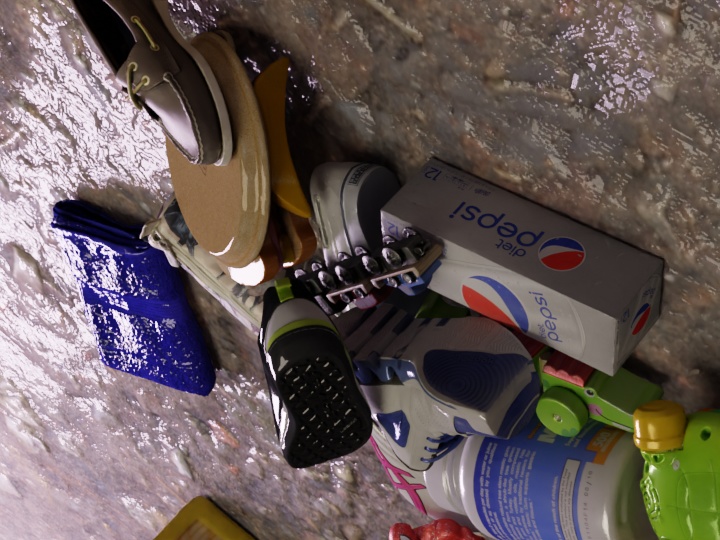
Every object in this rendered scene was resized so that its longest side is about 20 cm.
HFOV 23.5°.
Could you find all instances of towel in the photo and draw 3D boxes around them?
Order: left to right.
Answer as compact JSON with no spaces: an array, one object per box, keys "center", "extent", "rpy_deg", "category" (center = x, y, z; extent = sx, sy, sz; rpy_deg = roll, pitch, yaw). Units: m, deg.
[{"center":[-0.223,0.032,1.673],"extent":[0.148,0.050,0.200],"rpy_deg":[19,140,36],"category":"towel"}]

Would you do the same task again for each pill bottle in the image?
[{"center":[0.148,0.162,1.347],"extent":[0.200,0.112,0.112],"rpy_deg":[6,132,45],"category":"pill bottle"}]

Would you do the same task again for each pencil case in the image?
[{"center":[-0.091,0.008,1.460],"extent":[0.200,0.089,0.078],"rpy_deg":[42,149,2],"category":"pencil case"}]

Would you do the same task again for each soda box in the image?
[{"center":[0.113,-0.004,1.236],"extent":[0.200,0.068,0.064],"rpy_deg":[26,144,26],"category":"soda box"}]

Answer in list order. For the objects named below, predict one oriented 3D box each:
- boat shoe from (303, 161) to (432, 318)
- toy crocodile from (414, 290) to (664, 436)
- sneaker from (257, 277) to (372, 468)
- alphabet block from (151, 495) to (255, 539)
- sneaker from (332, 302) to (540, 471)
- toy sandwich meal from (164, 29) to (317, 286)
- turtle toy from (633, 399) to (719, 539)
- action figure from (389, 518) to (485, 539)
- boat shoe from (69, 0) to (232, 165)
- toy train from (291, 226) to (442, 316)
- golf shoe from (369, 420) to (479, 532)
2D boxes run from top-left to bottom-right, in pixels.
[{"center":[-0.003,0.002,1.368],"extent":[0.086,0.075,0.202],"rpy_deg":[14,135,39],"category":"boat shoe"},{"center":[0.131,0.067,1.297],"extent":[0.200,0.068,0.062],"rpy_deg":[24,143,30],"category":"toy crocodile"},{"center":[-0.036,0.072,1.269],"extent":[0.200,0.072,0.083],"rpy_deg":[87,165,-56],"category":"sneaker"},{"center":[-0.187,0.408,1.931],"extent":[0.195,0.196,0.200],"rpy_deg":[38,148,7],"category":"alphabet block"},{"center":[0.064,0.095,1.283],"extent":[0.199,0.081,0.115],"rpy_deg":[15,142,49],"category":"sneaker"},{"center":[-0.091,-0.089,1.352],"extent":[0.205,0.070,0.206],"rpy_deg":[35,131,56],"category":"toy sandwich meal"},{"center":[0.281,0.157,1.196],"extent":[0.200,0.101,0.146],"rpy_deg":[2,104,43],"category":"turtle toy"},{"center":[0.117,0.253,1.473],"extent":[0.200,0.052,0.065],"rpy_deg":[22,154,-9],"category":"action figure"},{"center":[-0.159,-0.154,1.304],"extent":[0.200,0.059,0.072],"rpy_deg":[60,147,25],"category":"boat shoe"},{"center":[0.000,0.008,1.283],"extent":[0.046,0.034,0.200],"rpy_deg":[52,150,-11],"category":"toy train"},{"center":[0.048,0.149,1.456],"extent":[0.200,0.073,0.092],"rpy_deg":[50,176,-11],"category":"golf shoe"}]
